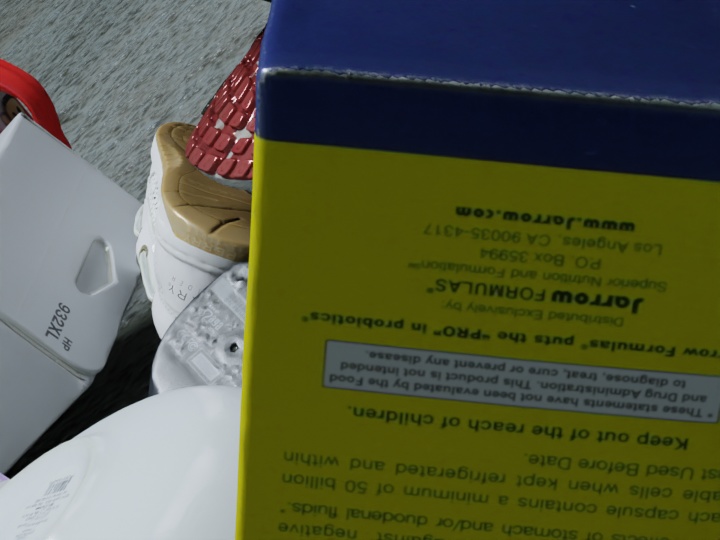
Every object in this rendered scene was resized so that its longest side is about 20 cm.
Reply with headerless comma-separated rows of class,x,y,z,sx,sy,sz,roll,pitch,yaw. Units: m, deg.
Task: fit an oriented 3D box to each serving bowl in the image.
serving bowl,-0.094,0.107,0.690,0.200,0.066,0.200,-38,17,14

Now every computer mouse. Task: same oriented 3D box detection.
computer mouse,0.000,0.000,0.831,0.200,0.034,0.059,-38,56,-8

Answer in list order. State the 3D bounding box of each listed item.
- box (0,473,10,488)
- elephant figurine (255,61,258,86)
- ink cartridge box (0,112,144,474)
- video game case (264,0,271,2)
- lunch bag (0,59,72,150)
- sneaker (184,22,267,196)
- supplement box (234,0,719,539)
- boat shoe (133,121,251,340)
box,-0.187,0.121,0.740,0.039,0.042,0.200,28,26,29
elephant figurine,0.057,-0.078,0.718,0.141,0.155,0.200,-17,37,11
ink cartridge box,-0.192,0.047,0.955,0.200,0.084,0.145,-44,17,27
video game case,-0.022,-0.124,0.910,0.182,0.200,0.022,-155,79,-67
lunch bag,-0.215,-0.040,1.056,0.176,0.200,0.082,-28,20,32
sneaker,-0.017,-0.063,0.881,0.078,0.082,0.200,-52,6,10
supplement box,0.031,0.028,0.468,0.109,0.200,0.109,5,30,1
boat shoe,-0.069,-0.014,0.933,0.200,0.071,0.069,-83,13,-75
